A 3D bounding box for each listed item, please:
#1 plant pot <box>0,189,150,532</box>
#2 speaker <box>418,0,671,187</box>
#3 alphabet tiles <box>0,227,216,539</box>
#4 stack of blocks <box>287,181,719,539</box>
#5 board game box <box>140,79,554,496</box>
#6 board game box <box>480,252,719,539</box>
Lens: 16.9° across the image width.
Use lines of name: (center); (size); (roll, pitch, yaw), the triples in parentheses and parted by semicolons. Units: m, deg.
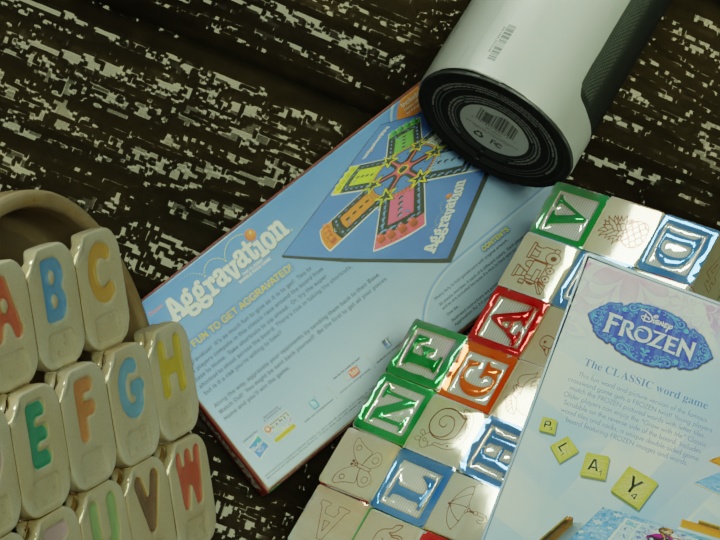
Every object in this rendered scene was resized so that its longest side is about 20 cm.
plant pot: (-0.161, 0.071, 0.982); (0.092, 0.201, 0.202); (-6, 77, 23)
speaker: (0.106, -0.140, 1.111); (0.081, 0.081, 0.200); (34, 65, -5)
alphabet tiles: (-0.109, 0.086, 0.969); (0.015, 0.200, 0.197); (-5, 98, 22)
stack of blocks: (0.071, 0.063, 1.052); (0.115, 0.059, 0.201); (20, 70, 33)
board game box: (0.000, 0.000, 1.098); (0.200, 0.019, 0.103); (-38, 91, -18)
board game box: (0.148, 0.119, 0.956); (0.199, 0.041, 0.200); (21, 72, 7)
